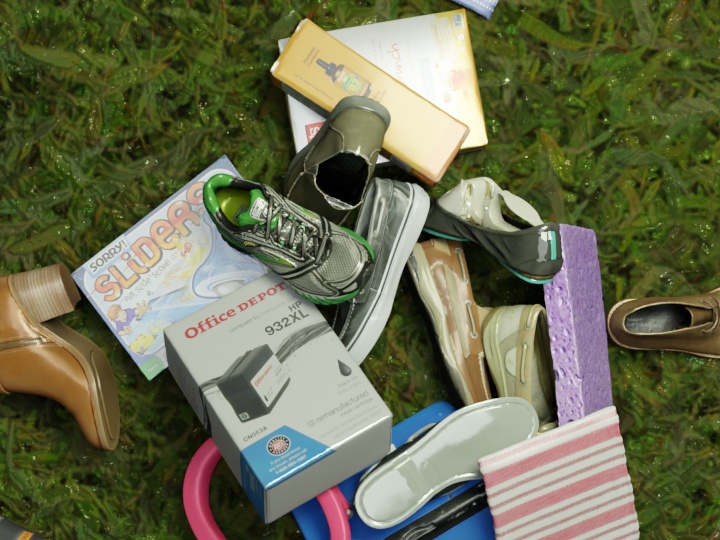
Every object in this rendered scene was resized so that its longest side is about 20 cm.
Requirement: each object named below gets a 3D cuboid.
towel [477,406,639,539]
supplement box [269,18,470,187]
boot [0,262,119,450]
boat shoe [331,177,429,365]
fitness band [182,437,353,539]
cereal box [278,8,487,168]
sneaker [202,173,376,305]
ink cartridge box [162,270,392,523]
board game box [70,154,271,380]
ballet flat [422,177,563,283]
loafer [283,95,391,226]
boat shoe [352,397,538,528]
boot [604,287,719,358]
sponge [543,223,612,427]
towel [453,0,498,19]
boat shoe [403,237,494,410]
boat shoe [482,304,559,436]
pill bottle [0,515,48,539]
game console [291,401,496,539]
[{"bbox_3d":[0.196,0.229,1.428,0.145,0.030,0.202,-20,125,-7],"label":"towel"},{"bbox_3d":[0.009,-0.164,1.444,0.199,0.069,0.067,34,87,-2],"label":"supplement box"},{"bbox_3d":[-0.335,0.104,1.459,0.153,0.074,0.202,-20,92,6],"label":"boot"},{"bbox_3d":[0.000,0.000,1.455,0.070,0.072,0.202,18,97,-21],"label":"boat shoe"},{"bbox_3d":[-0.091,0.242,1.439,0.143,0.037,0.201,-41,67,7],"label":"fitness band"},{"bbox_3d":[0.022,-0.181,1.498,0.197,0.040,0.146,-10,87,-3],"label":"cereal box"},{"bbox_3d":[-0.074,-0.031,1.389,0.198,0.085,0.079,24,81,26],"label":"sneaker"},{"bbox_3d":[-0.081,0.116,1.403,0.144,0.084,0.201,-28,61,-18],"label":"ink cartridge box"},{"bbox_3d":[-0.175,-0.003,1.482,0.199,0.034,0.136,-39,89,-4],"label":"board game box"},{"bbox_3d":[0.128,-0.051,1.430,0.067,0.199,0.069,-12,117,-38],"label":"ballet flat"},{"bbox_3d":[-0.032,-0.088,1.418,0.074,0.201,0.070,19,53,-8],"label":"loafer"},{"bbox_3d":[0.079,0.181,1.417,0.198,0.060,0.076,-25,93,-5],"label":"boat shoe"},{"bbox_3d":[0.353,0.053,1.480,0.197,0.075,0.075,-4,85,-4],"label":"boot"},{"bbox_3d":[0.218,0.057,1.456,0.029,0.111,0.203,-8,86,26],"label":"sponge"},{"bbox_3d":[0.112,-0.384,1.526,0.143,0.024,0.202,25,87,-3],"label":"towel"},{"bbox_3d":[0.105,0.059,1.470,0.073,0.076,0.202,-19,88,-6],"label":"boat shoe"},{"bbox_3d":[0.180,0.131,1.450,0.073,0.063,0.203,-23,102,-44],"label":"boat shoe"},{"bbox_3d":[-0.306,0.324,1.422,0.198,0.106,0.107,27,86,-1],"label":"pill bottle"},{"bbox_3d":[0.053,0.265,1.483,0.198,0.119,0.172,-29,57,-4],"label":"game console"}]
